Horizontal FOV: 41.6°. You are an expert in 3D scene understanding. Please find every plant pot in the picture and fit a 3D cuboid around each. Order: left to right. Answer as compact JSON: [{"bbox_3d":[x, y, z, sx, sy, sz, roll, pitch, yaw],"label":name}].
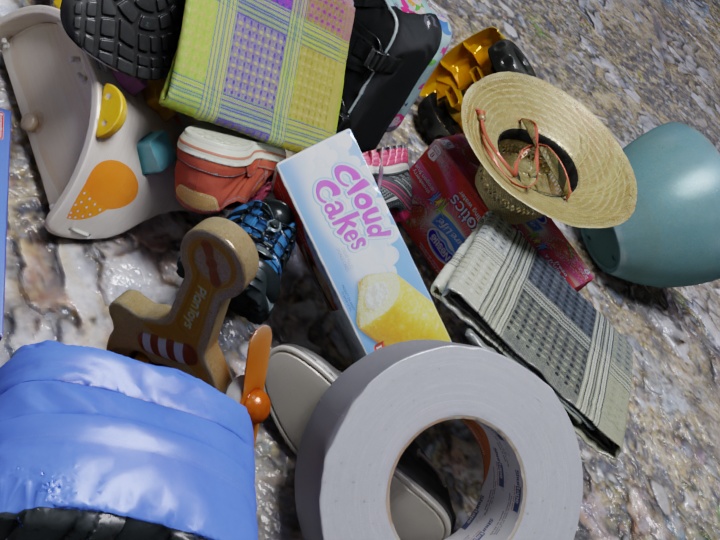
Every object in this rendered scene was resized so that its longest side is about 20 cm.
[{"bbox_3d":[0.347,-0.063,1.154,0.133,0.201,0.202,-20,64,-11],"label":"plant pot"}]

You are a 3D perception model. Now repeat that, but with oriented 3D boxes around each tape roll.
[{"bbox_3d":[0.056,0.151,0.669,0.198,0.066,0.203,0,90,-20],"label":"tape roll"}]

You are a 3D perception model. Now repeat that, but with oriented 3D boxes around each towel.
[{"bbox_3d":[-0.072,-0.174,0.755,0.199,0.023,0.146,8,94,-54],"label":"towel"},{"bbox_3d":[0.151,0.048,0.803,0.192,0.035,0.200,44,28,-1],"label":"towel"}]

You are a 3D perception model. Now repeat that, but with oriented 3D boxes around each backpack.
[{"bbox_3d":[-0.150,0.121,0.490,0.161,0.200,0.169,18,45,-29],"label":"backpack"},{"bbox_3d":[-0.018,-0.240,0.969,0.150,0.178,0.200,-11,53,-50],"label":"backpack"}]

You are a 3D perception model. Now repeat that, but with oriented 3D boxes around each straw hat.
[{"bbox_3d":[0.157,-0.091,0.900,0.199,0.085,0.203,18,47,-20],"label":"straw hat"}]

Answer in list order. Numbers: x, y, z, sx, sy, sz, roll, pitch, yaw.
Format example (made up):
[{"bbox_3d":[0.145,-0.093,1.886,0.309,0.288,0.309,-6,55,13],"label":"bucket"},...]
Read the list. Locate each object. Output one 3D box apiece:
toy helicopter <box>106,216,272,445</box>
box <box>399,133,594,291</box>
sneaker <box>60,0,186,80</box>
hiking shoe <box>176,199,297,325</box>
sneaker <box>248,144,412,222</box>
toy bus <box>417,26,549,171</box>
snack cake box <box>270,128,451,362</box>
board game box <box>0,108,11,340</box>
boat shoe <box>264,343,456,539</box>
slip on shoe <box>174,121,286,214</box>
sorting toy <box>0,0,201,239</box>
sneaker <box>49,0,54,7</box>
[{"bbox_3d":[-0.102,0.049,0.600,0.132,0.201,0.079,37,44,8],"label":"toy helicopter"},{"bbox_3d":[0.130,-0.035,0.973,0.095,0.100,0.201,-18,68,-48],"label":"box"},{"bbox_3d":[-0.157,-0.194,0.737,0.087,0.077,0.199,21,22,35],"label":"sneaker"},{"bbox_3d":[-0.085,-0.018,0.694,0.074,0.087,0.200,33,-3,-12],"label":"hiking shoe"},{"bbox_3d":[-0.020,-0.070,0.893,0.199,0.080,0.076,-15,96,-40],"label":"sneaker"},{"bbox_3d":[0.180,-0.154,1.126,0.191,0.135,0.202,22,42,-50],"label":"toy bus"},{"bbox_3d":[0.000,0.000,0.764,0.067,0.115,0.202,-26,90,-7],"label":"snack cake box"},{"bbox_3d":[-0.305,-0.040,0.624,0.133,0.045,0.202,15,46,-33],"label":"board game box"},{"bbox_3d":[-0.002,0.133,0.735,0.200,0.067,0.057,48,18,-4],"label":"boat shoe"},{"bbox_3d":[-0.109,-0.083,0.775,0.073,0.062,0.200,18,11,2],"label":"slip on shoe"},{"bbox_3d":[-0.189,-0.123,0.788,0.179,0.106,0.202,19,41,-57],"label":"sorting toy"},{"bbox_3d":[-0.216,-0.274,0.898,0.199,0.074,0.088,-24,79,-46],"label":"sneaker"}]
